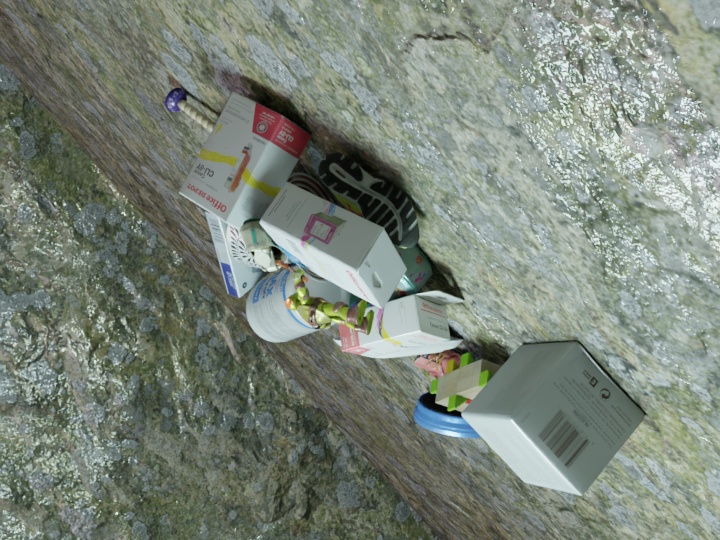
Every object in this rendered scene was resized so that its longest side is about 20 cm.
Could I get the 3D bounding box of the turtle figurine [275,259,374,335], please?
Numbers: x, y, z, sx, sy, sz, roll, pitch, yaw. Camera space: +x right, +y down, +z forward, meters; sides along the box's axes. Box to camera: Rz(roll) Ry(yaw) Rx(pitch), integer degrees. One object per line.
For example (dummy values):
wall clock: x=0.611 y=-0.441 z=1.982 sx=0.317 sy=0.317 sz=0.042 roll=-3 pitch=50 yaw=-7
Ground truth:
turtle figurine: x=-0.065 y=0.060 z=1.601 sx=0.160 sy=0.065 sz=0.201 roll=12 pitch=147 yaw=23

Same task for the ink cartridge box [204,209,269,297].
ink cartridge box: x=-0.199 y=-0.082 z=1.856 sx=0.040 sy=0.200 sz=0.201 roll=18 pitch=136 yaw=32

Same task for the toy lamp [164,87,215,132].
toy lamp: x=-0.309 y=-0.296 z=1.914 sx=0.199 sy=0.058 sz=0.058 roll=36 pitch=163 yaw=27

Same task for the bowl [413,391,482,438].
bowl: x=0.206 y=0.277 z=1.902 sx=0.200 sy=0.199 sz=0.040 roll=20 pitch=109 yaw=57

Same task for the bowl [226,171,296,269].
bowl: x=-0.141 y=-0.072 z=1.781 sx=0.094 sy=0.201 sz=0.201 roll=38 pitch=165 yaw=36

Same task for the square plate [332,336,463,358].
square plate: x=0.070 y=0.144 z=1.890 sx=0.198 sy=0.198 sz=0.029 roll=-174 pitch=80 yaw=-67

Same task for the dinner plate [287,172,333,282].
dinner plate: x=-0.091 y=-0.075 z=1.714 sx=0.024 sy=0.201 sz=0.201 roll=-15 pitch=128 yaw=29

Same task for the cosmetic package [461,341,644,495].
cosmetic package: x=0.298 y=0.229 z=1.523 sx=0.167 sy=0.166 sz=0.200 roll=46 pitch=164 yaw=-8

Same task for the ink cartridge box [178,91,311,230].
ink cartridge box: x=-0.197 y=-0.179 z=1.632 sx=0.145 sy=0.201 sz=0.083 roll=30 pitch=-177 yaw=38

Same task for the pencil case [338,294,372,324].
pencil case: x=0.038 y=0.085 z=1.850 sx=0.085 sy=0.093 sz=0.199 roll=22 pitch=168 yaw=-37

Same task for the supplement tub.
supplement tub: x=-0.119 y=0.058 z=1.815 sx=0.132 sy=0.132 sz=0.199 roll=47 pitch=147 yaw=-14

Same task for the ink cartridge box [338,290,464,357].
ink cartridge box: x=0.075 y=0.095 z=1.672 sx=0.199 sy=0.068 sz=0.116 roll=-17 pitch=161 yaw=29

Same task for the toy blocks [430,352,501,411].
toy blocks: x=0.235 y=0.222 z=1.769 sx=0.136 sy=0.101 sz=0.200 roll=20 pitch=154 yaw=-20

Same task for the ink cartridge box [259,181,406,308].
ink cartridge box: x=-0.040 y=-0.039 z=1.523 sx=0.199 sy=0.085 sz=0.145 roll=28 pitch=166 yaw=28

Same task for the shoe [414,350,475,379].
shoe: x=0.163 y=0.186 z=1.929 sx=0.091 sy=0.072 sz=0.200 roll=34 pitch=169 yaw=-1

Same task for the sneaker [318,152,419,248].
sneaker: x=0.021 y=-0.108 z=1.548 sx=0.200 sy=0.078 sz=0.090 roll=45 pitch=176 yaw=14

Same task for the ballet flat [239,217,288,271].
ballet flat: x=-0.160 y=-0.029 z=1.617 sx=0.200 sy=0.067 sz=0.063 roll=54 pitch=-156 yaw=-71

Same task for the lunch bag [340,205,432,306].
lunch bag: x=0.018 y=-0.023 z=1.673 sx=0.200 sy=0.077 sz=0.160 roll=49 pitch=145 yaw=-16
